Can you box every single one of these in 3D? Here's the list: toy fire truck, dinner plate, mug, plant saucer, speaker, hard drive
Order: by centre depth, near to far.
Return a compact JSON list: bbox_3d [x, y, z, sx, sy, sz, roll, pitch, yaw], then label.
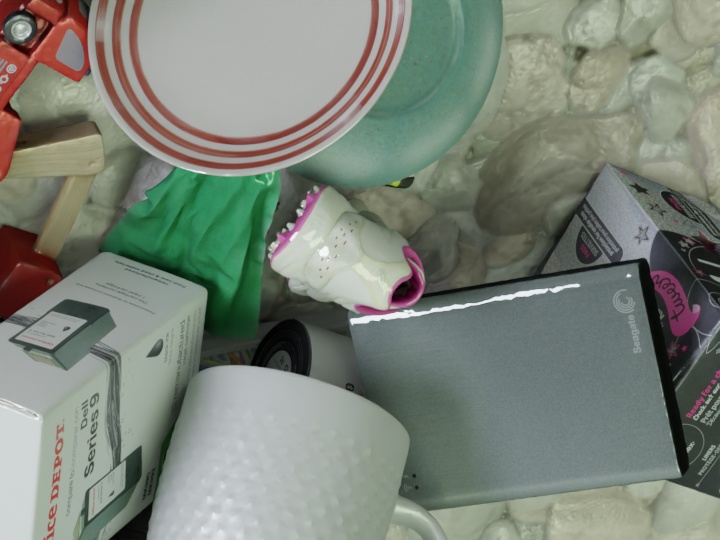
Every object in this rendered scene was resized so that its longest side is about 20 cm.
[{"bbox_3d":[-0.064,-0.148,1.444,0.200,0.200,0.024,-34,157,4],"label":"dinner plate"},{"bbox_3d":[0.008,-0.148,1.506,0.200,0.039,0.202,-4,100,-24],"label":"plant saucer"},{"bbox_3d":[-0.209,-0.077,1.514,0.141,0.049,0.200,30,107,-34],"label":"toy fire truck"},{"bbox_3d":[-0.037,0.177,1.529,0.199,0.176,0.148,20,158,-10],"label":"mug"},{"bbox_3d":[0.101,0.076,1.574,0.199,0.033,0.140,-10,97,21],"label":"hard drive"},{"bbox_3d":[0.024,0.099,1.677,0.200,0.081,0.081,19,114,-31],"label":"speaker"}]

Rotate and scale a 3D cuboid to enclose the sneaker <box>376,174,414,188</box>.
[{"bbox_3d":[-0.048,-0.114,1.550,0.200,0.075,0.077,19,86,-29],"label":"sneaker"}]

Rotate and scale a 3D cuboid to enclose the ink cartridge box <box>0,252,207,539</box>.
[{"bbox_3d":[-0.183,0.098,1.513,0.084,0.200,0.146,19,120,19],"label":"ink cartridge box"}]

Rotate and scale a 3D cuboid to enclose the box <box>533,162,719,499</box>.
[{"bbox_3d":[0.211,0.039,1.659,0.115,0.200,0.132,19,114,-31],"label":"box"}]

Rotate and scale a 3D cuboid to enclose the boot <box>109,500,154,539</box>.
[{"bbox_3d":[-0.195,0.221,1.574,0.073,0.200,0.182,43,120,-9],"label":"boot"}]

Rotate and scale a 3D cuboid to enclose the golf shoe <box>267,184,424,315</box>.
[{"bbox_3d":[0.000,0.000,1.565,0.091,0.200,0.075,33,94,9],"label":"golf shoe"}]

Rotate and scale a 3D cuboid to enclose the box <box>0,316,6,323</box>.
[{"bbox_3d":[-0.287,0.138,1.539,0.200,0.086,0.164,-41,144,-49],"label":"box"}]

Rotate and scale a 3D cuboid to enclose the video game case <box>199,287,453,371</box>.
[{"bbox_3d":[-0.024,0.108,1.728,0.199,0.022,0.183,-10,125,-14],"label":"video game case"}]

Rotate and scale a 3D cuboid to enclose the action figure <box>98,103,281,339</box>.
[{"bbox_3d":[-0.091,-0.042,1.525,0.118,0.055,0.200,26,146,-1],"label":"action figure"}]
